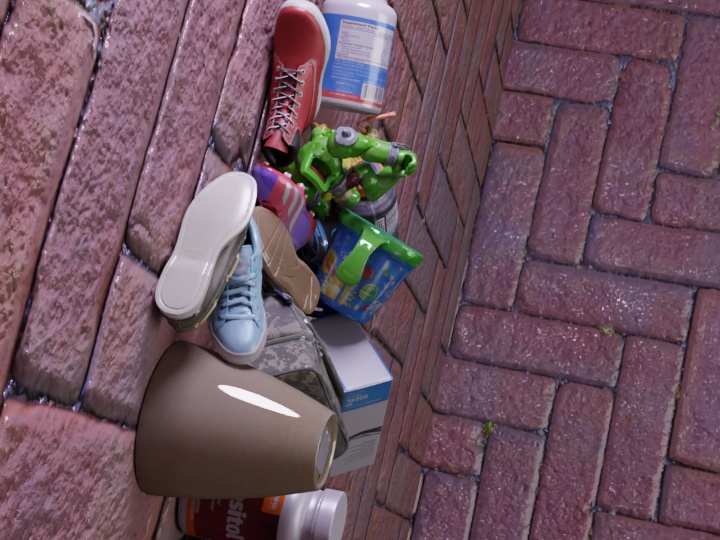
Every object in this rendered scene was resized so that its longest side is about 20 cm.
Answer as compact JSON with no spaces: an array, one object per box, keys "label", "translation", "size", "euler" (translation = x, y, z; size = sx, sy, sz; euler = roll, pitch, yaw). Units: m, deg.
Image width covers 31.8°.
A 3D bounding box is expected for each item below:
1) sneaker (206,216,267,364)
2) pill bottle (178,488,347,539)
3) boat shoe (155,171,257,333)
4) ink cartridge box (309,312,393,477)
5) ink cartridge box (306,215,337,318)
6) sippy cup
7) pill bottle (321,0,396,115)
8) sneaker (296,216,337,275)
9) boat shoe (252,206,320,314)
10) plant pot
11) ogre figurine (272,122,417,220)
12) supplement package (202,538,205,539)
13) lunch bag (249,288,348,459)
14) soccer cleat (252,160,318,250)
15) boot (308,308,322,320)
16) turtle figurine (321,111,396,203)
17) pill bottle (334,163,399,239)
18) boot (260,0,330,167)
[{"label":"sneaker","translation":[-0.151,0.012,1.499],"size":[0.082,0.074,0.200],"euler":[90,-8,-57]},{"label":"pill bottle","translation":[-0.124,0.305,1.624],"size":[0.113,0.200,0.113],"euler":[10,90,-78]},{"label":"boat shoe","translation":[-0.173,-0.022,1.444],"size":[0.060,0.072,0.202],"euler":[83,28,-59]},{"label":"ink cartridge box","translation":[-0.032,0.183,1.864],"size":[0.145,0.084,0.200],"euler":[56,-31,37]},{"label":"ink cartridge box","translation":[-0.051,-0.007,1.937],"size":[0.037,0.095,0.200],"euler":[90,16,-45]},{"label":"sippy cup","translation":[0.000,0.000,1.803],"size":[0.178,0.140,0.130],"euler":[29,94,-48]},{"label":"pill bottle","translation":[-0.008,-0.332,1.828],"size":[0.112,0.112,0.200],"euler":[-4,104,-77]},{"label":"sneaker","translation":[-0.077,-0.013,1.849],"size":[0.073,0.082,0.200],"euler":[89,18,-48]},{"label":"boat shoe","translation":[-0.120,-0.011,1.699],"size":[0.200,0.065,0.072],"euler":[55,45,-47]},{"label":"plant pot","translation":[-0.135,0.193,1.485],"size":[0.187,0.200,0.188],"euler":[11,90,-77]},{"label":"ogre figurine","translation":[-0.029,-0.138,1.721],"size":[0.120,0.200,0.098],"euler":[35,68,-35]},{"label":"supplement package","translation":[-0.174,0.426,1.647],"size":[0.200,0.120,0.121],"euler":[-52,162,-65]},{"label":"lunch bag","translation":[-0.103,0.144,1.683],"size":[0.168,0.139,0.200],"euler":[-104,175,-50]},{"label":"soccer cleat","translation":[-0.109,-0.078,1.706],"size":[0.077,0.067,0.200],"euler":[-56,159,-12]},{"label":"boot","translation":[-0.076,0.120,1.978],"size":[0.200,0.073,0.096],"euler":[83,28,-52]},{"label":"turtle figurine","translation":[-0.022,-0.148,1.870],"size":[0.200,0.064,0.161],"euler":[-41,174,-10]},{"label":"pill bottle","translation":[0.010,-0.099,2.115],"size":[0.200,0.106,0.106],"euler":[84,20,-51]},{"label":"boot","translation":[-0.091,-0.235,1.624],"size":[0.200,0.072,0.144],"euler":[93,12,-45]}]
